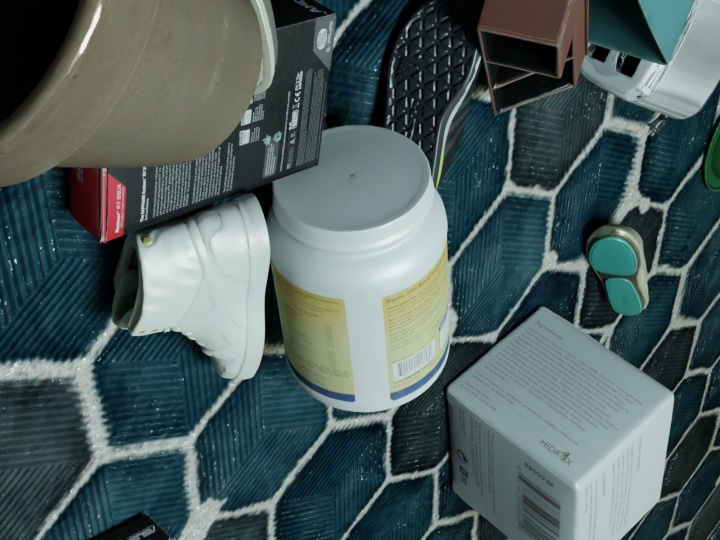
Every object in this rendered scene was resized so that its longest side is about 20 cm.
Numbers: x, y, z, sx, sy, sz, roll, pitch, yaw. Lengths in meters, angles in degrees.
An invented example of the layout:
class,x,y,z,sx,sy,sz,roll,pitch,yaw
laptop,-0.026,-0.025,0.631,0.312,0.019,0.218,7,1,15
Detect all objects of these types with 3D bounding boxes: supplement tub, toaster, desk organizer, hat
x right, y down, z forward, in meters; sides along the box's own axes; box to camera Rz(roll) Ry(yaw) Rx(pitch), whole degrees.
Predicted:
class,x,y,z,sx,sy,sz,roll,pitch,yaw
supplement tub,0.000,0.000,0.999,0.144,0.144,0.202,-36,142,-27
toaster,0.291,-0.233,1.210,0.128,0.113,0.202,2,118,-48
desk organizer,0.143,-0.188,1.020,0.200,0.071,0.078,51,55,-74
hat,0.543,-0.138,1.552,0.199,0.175,0.167,2,117,-53

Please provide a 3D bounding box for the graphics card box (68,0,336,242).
class,x,y,z,sx,sy,sz,roll,pitch,yaw
graphics card box,-0.107,-0.110,0.853,0.199,0.051,0.127,-24,134,-38

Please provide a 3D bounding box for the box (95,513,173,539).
class,x,y,z,sx,sy,sz,roll,pitch,yaw
box,-0.250,0.325,1.044,0.199,0.047,0.195,-22,132,-40

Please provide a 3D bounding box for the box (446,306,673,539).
class,x,y,z,sx,sy,sz,roll,pitch,yaw
box,0.222,0.196,1.404,0.171,0.199,0.201,-35,141,-25

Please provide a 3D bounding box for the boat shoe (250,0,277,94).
class,x,y,z,sx,sy,sz,roll,pitch,yaw
boat shoe,-0.096,-0.199,0.748,0.201,0.071,0.060,62,36,-37

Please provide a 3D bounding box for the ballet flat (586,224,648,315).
class,x,y,z,sx,sy,sz,roll,pitch,yaw
ballet flat,0.307,-0.016,1.475,0.201,0.066,0.063,62,39,-57

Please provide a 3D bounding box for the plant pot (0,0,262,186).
class,x,y,z,sx,sy,sz,roll,pitch,yaw
plant pot,-0.143,-0.131,0.651,0.174,0.199,0.202,14,107,-55

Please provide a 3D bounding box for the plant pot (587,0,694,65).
class,x,y,z,sx,sy,sz,roll,pitch,yaw
plant pot,0.224,-0.308,1.042,0.202,0.140,0.141,-62,148,-7

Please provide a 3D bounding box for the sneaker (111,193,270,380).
class,x,y,z,sx,sy,sz,roll,pitch,yaw
sneaker,-0.132,0.025,0.935,0.114,0.074,0.201,-15,145,-18

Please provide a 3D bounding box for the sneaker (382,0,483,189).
class,x,y,z,sx,sy,sz,roll,pitch,yaw
sneaker,0.057,-0.142,1.045,0.083,0.071,0.202,-43,154,-63
